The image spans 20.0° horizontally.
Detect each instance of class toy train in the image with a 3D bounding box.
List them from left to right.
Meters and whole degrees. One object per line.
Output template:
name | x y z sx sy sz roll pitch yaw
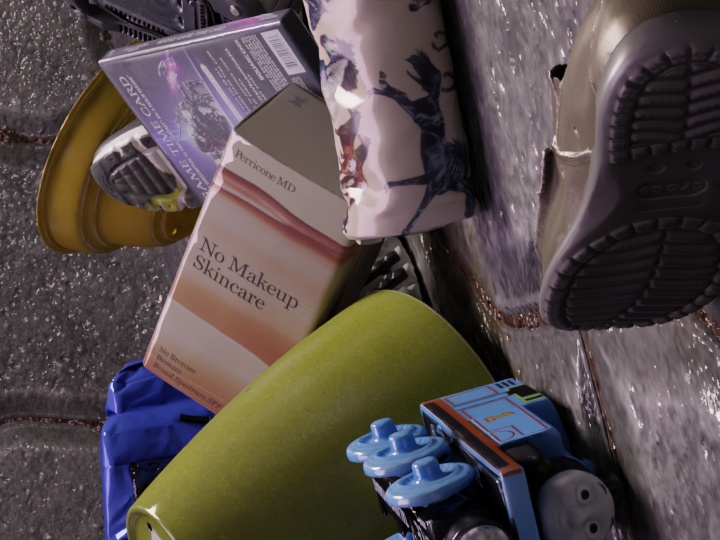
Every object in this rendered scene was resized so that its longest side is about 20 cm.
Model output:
toy train | 0.063 0.114 1.047 0.200 0.114 0.087 -151 44 -78

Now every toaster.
toaster | -0.118 -0.223 1.384 0.129 0.199 0.114 -58 -16 -29

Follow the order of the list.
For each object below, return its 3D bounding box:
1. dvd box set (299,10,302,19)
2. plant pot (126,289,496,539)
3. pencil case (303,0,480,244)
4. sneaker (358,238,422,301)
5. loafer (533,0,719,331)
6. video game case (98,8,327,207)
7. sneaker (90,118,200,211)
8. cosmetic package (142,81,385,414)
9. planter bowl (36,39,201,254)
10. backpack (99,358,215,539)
dvd box set | -0.078 -0.104 1.600 0.146 0.029 0.201 176 91 -65
plant pot | -0.031 0.136 1.209 0.187 0.200 0.188 41 145 37
pencil case | 0.009 -0.110 1.129 0.089 0.078 0.201 4 111 52
sneaker | 0.000 0.000 1.421 0.081 0.075 0.200 53 -171 -53
loafer | 0.105 -0.044 0.749 0.200 0.075 0.070 100 166 -57
video game case | -0.075 -0.101 1.364 0.200 0.019 0.143 -4 129 49
sneaker | -0.103 -0.109 1.494 0.085 0.199 0.075 -98 -15 -53
cosmetic package | -0.053 -0.004 1.302 0.087 0.103 0.200 -44 -19 -53
planter bowl | -0.156 -0.081 1.583 0.083 0.201 0.201 31 153 17
backpack | -0.106 0.147 1.620 0.163 0.199 0.169 168 99 -82
